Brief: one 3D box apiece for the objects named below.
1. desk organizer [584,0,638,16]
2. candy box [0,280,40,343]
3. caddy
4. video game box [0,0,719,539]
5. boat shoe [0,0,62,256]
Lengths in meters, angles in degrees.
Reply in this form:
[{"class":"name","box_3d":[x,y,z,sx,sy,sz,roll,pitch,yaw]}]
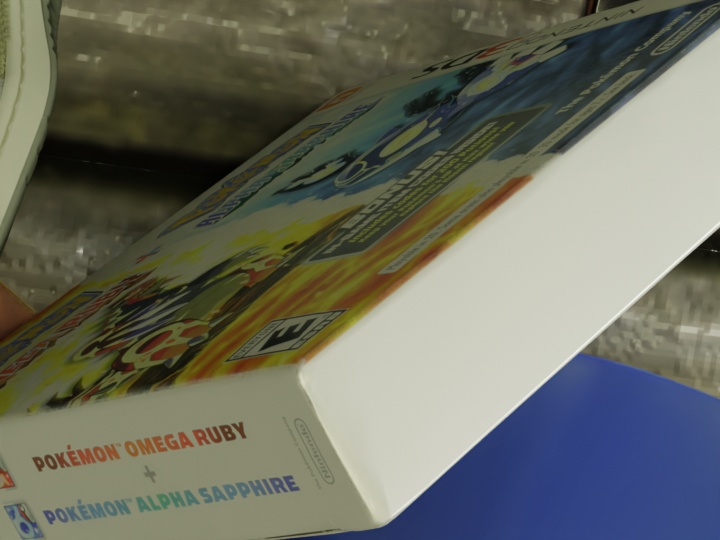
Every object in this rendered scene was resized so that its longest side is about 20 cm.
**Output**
[{"class":"desk organizer","box_3d":[0.129,-0.142,0.833,0.077,0.072,0.201,13,93,-16]},{"class":"candy box","box_3d":[-0.183,0.002,0.761,0.200,0.056,0.117,42,84,-16]},{"class":"caddy","box_3d":[0.057,0.093,0.777,0.141,0.200,0.105,35,74,-33]},{"class":"video game box","box_3d":[0.000,0.000,0.716,0.200,0.182,0.047,-39,104,-38]},{"class":"boat shoe","box_3d":[-0.110,-0.052,0.729,0.064,0.075,0.203,13,55,-12]}]
